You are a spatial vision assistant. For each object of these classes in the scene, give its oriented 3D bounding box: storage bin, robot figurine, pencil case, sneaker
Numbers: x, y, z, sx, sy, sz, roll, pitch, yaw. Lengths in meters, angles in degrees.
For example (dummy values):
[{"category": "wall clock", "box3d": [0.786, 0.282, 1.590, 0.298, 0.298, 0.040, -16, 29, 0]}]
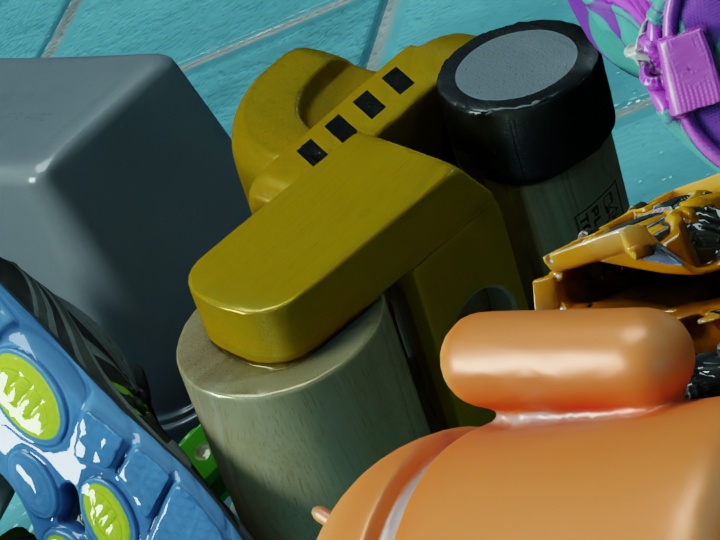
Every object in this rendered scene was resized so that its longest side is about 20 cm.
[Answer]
[{"category": "storage bin", "box3d": [-0.106, -0.018, 1.152, 0.146, 0.135, 0.199, -44, 28, -27]}, {"category": "robot figurine", "box3d": [0.136, 0.002, 0.775, 0.199, 0.059, 0.145, -6, 12, 38]}, {"category": "pencil case", "box3d": [0.111, -0.083, 0.835, 0.092, 0.086, 0.200, -4, 12, -3]}, {"category": "robot figurine", "box3d": [0.066, 0.094, 0.710, 0.199, 0.144, 0.117, -9, 42, 41]}, {"category": "sneaker", "box3d": [-0.082, 0.064, 0.935, 0.071, 0.200, 0.083, -49, -20, 20]}]

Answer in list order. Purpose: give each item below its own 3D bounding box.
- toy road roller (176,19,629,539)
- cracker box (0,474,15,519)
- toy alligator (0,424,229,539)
[{"category": "toy road roller", "box3d": [0.000, 0.000, 0.972, 0.146, 0.123, 0.200, 19, 49, 42]}, {"category": "cracker box", "box3d": [-0.174, 0.107, 0.980, 0.134, 0.058, 0.200, -53, 7, 20]}, {"category": "toy alligator", "box3d": [-0.078, 0.095, 1.006, 0.200, 0.059, 0.054, -44, -14, -29]}]
